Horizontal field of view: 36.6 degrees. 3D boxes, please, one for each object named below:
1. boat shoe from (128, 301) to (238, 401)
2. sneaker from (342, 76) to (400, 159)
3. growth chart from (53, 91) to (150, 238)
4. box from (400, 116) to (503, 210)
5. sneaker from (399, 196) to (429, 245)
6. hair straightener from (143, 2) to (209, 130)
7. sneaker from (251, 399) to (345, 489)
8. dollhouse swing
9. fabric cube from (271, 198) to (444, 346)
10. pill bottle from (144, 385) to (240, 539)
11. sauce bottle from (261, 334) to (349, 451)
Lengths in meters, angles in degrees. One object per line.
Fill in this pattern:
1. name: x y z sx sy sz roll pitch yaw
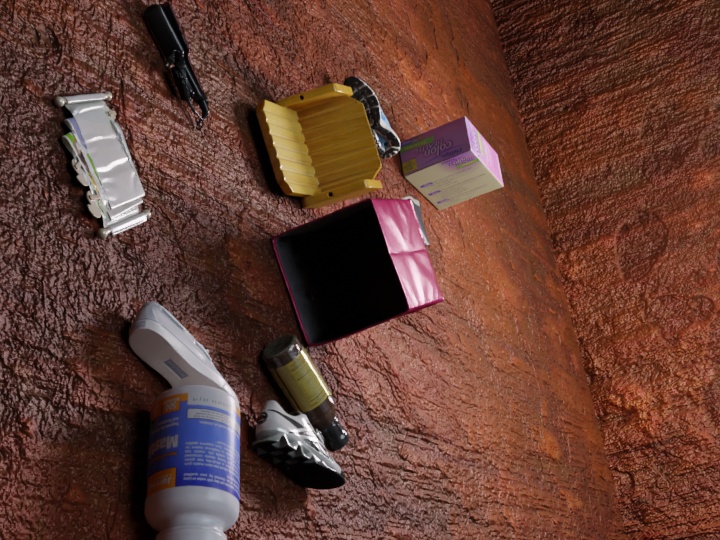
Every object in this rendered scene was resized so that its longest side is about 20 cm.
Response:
1. boat shoe: -0.224 0.119 1.412 0.200 0.072 0.069 45 32 -29
2. sneaker: 0.012 -0.333 2.338 0.200 0.078 0.090 59 6 -34
3. growth chart: -0.336 -0.142 1.421 0.145 0.018 0.201 -18 88 -67
4. box: 0.215 -0.249 2.572 0.200 0.175 0.097 35 41 -53
5. sneaker: 0.098 -0.094 2.306 0.200 0.074 0.107 -7 76 -68
6. hair straightener: -0.284 -0.310 1.665 0.201 0.041 0.077 71 22 -9
7. sneaker: -0.083 0.256 1.605 0.200 0.074 0.089 48 33 -43
8. dollhouse swing: -0.069 -0.230 1.931 0.176 0.181 0.201 53 20 -83
9. fabric cube: 0.000 0.000 1.849 0.199 0.195 0.201 -9 79 -69
10. pill bottle: -0.199 0.248 1.294 0.112 0.112 0.201 44 34 -47
11. sauce bottle: -0.080 0.192 1.680 0.201 0.064 0.065 62 24 -24
